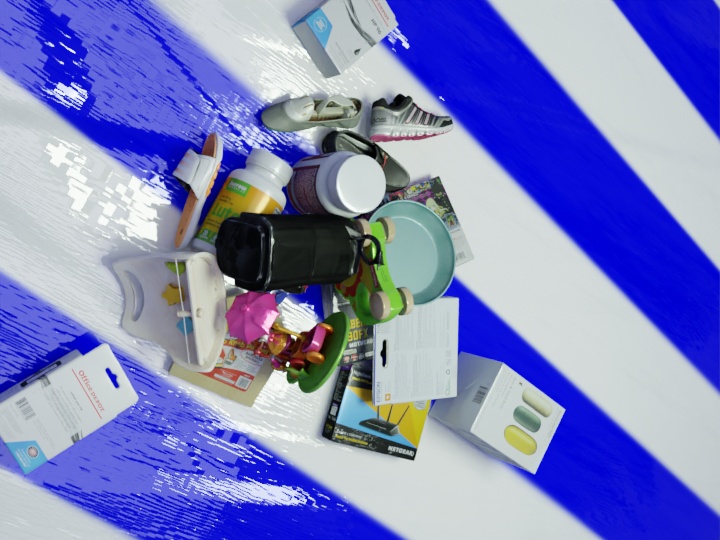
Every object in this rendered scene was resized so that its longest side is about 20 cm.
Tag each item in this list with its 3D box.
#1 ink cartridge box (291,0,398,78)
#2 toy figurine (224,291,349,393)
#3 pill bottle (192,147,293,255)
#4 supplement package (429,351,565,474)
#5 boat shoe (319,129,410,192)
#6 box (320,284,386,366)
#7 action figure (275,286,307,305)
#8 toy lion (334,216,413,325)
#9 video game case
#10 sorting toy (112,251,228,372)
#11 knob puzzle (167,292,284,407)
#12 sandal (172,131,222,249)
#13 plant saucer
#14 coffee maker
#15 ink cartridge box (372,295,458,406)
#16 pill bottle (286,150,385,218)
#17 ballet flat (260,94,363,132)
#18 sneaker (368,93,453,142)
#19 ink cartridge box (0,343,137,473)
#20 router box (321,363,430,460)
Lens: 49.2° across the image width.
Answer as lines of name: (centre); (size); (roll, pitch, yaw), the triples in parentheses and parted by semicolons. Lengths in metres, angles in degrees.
ink cartridge box: (-0.014, -0.463, 1.449); (0.200, 0.068, 0.116); (-45, 113, -19)
toy figurine: (-0.146, 0.104, 1.319); (0.183, 0.199, 0.152); (30, 59, -22)
pill bottle: (-0.197, -0.103, 1.353); (0.110, 0.111, 0.202); (32, 79, -26)
supplement package: (0.281, 0.291, 1.619); (0.199, 0.150, 0.153); (36, 77, -26)
boat shoe: (0.018, -0.203, 1.491); (0.200, 0.063, 0.075); (25, 79, -29)
box: (0.027, 0.086, 1.524); (0.198, 0.048, 0.161); (-10, 99, -28)
action figure: (-0.123, 0.007, 1.440); (0.065, 0.052, 0.201); (45, 71, -18)
toy lion: (0.000, 0.000, 1.379); (0.068, 0.191, 0.203); (-9, 79, -30)
video game case: (0.108, -0.070, 1.532); (0.198, 0.036, 0.183); (-23, 89, -29)
sorting toy: (-0.316, 0.046, 1.277); (0.177, 0.107, 0.203); (4, 113, 13)
knob puzzle: (-0.220, 0.123, 1.390); (0.217, 0.030, 0.223); (-9, 112, -22)
sandal: (-0.288, -0.140, 1.319); (0.059, 0.079, 0.209); (20, 86, -30)
plant saucer: (0.086, -0.030, 1.470); (0.197, 0.036, 0.203); (6, 76, -24)
coffee maker: (-0.101, -0.038, 1.252); (0.199, 0.191, 0.137); (-7, 82, -50)
ink cartridge box: (0.099, 0.152, 1.517); (0.198, 0.040, 0.203); (0, 94, -30)
pill bottle: (-0.044, -0.149, 1.382); (0.113, 0.199, 0.116); (-2, 95, -27)
ballet flat: (-0.084, -0.292, 1.422); (0.198, 0.064, 0.068); (-7, 62, -30)
sneaker: (0.099, -0.299, 1.520); (0.198, 0.073, 0.089); (-9, 92, -31)
ink cartridge box: (-0.470, 0.209, 1.244); (0.199, 0.068, 0.117); (-32, 108, -22)
router box: (0.035, 0.277, 1.540); (0.198, 0.051, 0.151); (19, 83, -28)
